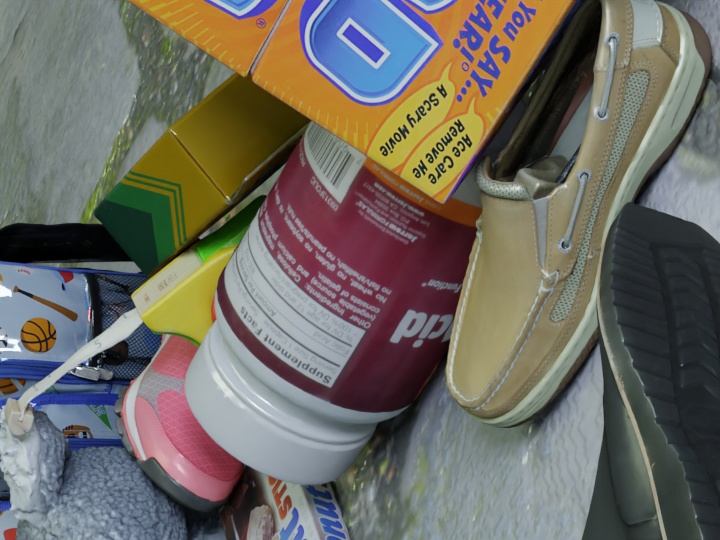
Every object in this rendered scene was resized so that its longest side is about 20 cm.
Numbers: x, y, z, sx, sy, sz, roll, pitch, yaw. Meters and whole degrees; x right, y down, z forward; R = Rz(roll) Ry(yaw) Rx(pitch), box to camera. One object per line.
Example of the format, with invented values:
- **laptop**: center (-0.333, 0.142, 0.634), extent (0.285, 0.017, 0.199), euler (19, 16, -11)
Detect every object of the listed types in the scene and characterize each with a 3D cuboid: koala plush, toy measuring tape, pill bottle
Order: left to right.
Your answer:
- **koala plush**: center (-0.136, 0.177, 1.290), extent (0.184, 0.177, 0.201), euler (-36, 40, 36)
- **toy measuring tape**: center (-0.091, 0.037, 1.273), extent (0.200, 0.074, 0.074), euler (-39, 27, 1)
- **pill bottle**: center (0.000, 0.000, 1.166), extent (0.200, 0.114, 0.114), euler (-58, 26, 29)

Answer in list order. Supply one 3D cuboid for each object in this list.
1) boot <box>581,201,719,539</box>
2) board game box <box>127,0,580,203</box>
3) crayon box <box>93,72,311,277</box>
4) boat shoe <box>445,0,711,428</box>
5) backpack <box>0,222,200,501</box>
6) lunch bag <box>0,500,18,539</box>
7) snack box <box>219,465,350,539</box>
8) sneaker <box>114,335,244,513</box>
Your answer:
- **boot**: center (0.101, 0.086, 0.933), extent (0.201, 0.077, 0.139), euler (-93, 27, -44)
- **board game box**: center (0.025, -0.191, 1.061), extent (0.200, 0.199, 0.200), euler (-58, -2, 27)
- **crayon box**: center (-0.057, -0.073, 1.256), extent (0.127, 0.051, 0.200), euler (-41, 3, -24)
- **boat shoe**: center (0.076, -0.029, 1.048), extent (0.072, 0.076, 0.201), euler (30, 102, 45)
- **backpack**: center (-0.203, 0.063, 1.477), extent (0.200, 0.190, 0.155), euler (-39, 45, 51)
- **lunch bag**: center (-0.218, 0.240, 1.474), extent (0.200, 0.124, 0.171), euler (-27, 48, 40)
- **snack box**: center (-0.032, 0.155, 1.232), extent (0.072, 0.024, 0.200), euler (-61, 25, 20)
- **sneaker**: center (-0.077, 0.046, 1.335), extent (0.087, 0.074, 0.201), euler (-44, 22, 31)
